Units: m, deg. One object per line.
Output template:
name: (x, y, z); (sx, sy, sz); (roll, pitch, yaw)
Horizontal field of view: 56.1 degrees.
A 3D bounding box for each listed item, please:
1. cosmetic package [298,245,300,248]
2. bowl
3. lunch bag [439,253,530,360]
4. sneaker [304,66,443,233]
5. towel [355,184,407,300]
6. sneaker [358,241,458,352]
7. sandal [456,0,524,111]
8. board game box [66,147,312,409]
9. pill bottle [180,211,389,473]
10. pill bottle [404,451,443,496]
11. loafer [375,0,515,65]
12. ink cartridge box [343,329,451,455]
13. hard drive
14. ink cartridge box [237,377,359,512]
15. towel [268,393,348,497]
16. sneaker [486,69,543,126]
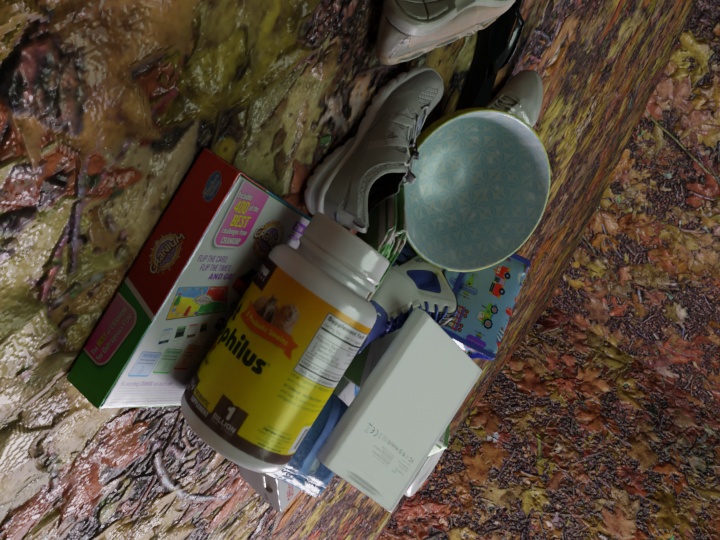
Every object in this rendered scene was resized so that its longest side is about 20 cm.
cosmetic package: (-0.085, 0.073, 0.741); (0.082, 0.050, 0.203); (-39, 153, -44)
bowl: (0.129, -0.114, 0.857); (0.204, 0.196, 0.108); (-64, -159, 18)
lunch bag: (0.118, 0.014, 0.959); (0.154, 0.197, 0.094); (-65, -167, -14)
sneaker: (0.032, -0.118, 0.687); (0.202, 0.081, 0.075); (-53, 160, -13)
towel: (0.000, 0.000, 0.742); (0.154, 0.023, 0.203); (-88, -158, -58)
sneaker: (0.060, 0.040, 0.829); (0.200, 0.114, 0.081); (-49, 175, -47)
sandal: (0.176, -0.275, 0.855); (0.076, 0.042, 0.203); (-41, 154, -39)
board game box: (-0.131, 0.017, 0.563); (0.203, 0.040, 0.153); (-58, 161, 1)
pill bottle: (-0.059, 0.057, 0.573); (0.203, 0.108, 0.109); (-58, 160, 0)
pill bottle: (0.029, 0.236, 1.034); (0.113, 0.198, 0.114); (-46, 158, -25)
loafer: (0.084, -0.254, 0.652); (0.198, 0.072, 0.063); (-34, 167, -37)
ink cartridge box: (0.041, 0.123, 0.871); (0.048, 0.198, 0.148); (-35, -153, 43)
hard drive: (0.050, 0.164, 0.789); (0.132, 0.026, 0.202); (43, 78, -32)
ink cartridge box: (-0.073, 0.194, 0.897); (0.200, 0.083, 0.147); (-45, 155, -31)
towel: (-0.064, 0.181, 0.754); (0.113, 0.048, 0.201); (-58, 148, -15)
sneaker: (0.200, -0.212, 0.971); (0.202, 0.070, 0.080); (-54, 157, -8)
